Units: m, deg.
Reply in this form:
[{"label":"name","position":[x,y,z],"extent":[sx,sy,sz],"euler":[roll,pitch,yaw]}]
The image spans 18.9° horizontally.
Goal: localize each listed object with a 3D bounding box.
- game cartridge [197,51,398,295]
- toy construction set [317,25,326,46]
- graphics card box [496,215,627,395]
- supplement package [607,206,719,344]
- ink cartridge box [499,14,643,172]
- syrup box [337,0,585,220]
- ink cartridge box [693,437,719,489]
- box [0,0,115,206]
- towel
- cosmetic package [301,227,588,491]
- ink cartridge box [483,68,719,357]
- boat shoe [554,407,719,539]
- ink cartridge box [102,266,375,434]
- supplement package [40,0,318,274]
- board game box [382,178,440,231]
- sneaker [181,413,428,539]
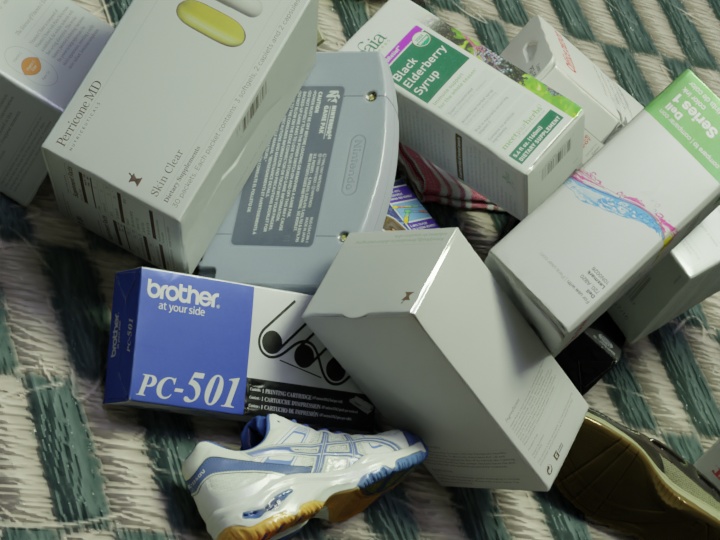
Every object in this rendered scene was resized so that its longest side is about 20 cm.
[{"label":"game cartridge","position":[-0.041,-0.071,1.610],"extent":[0.133,0.042,0.200],"euler":[4,66,17]},{"label":"toy construction set","position":[-0.088,-0.157,1.758],"extent":[0.131,0.092,0.200],"euler":[27,22,29]},{"label":"graphics card box","position":[0.168,0.009,1.781],"extent":[0.125,0.051,0.200],"euler":[41,26,-5]},{"label":"supplement package","position":[0.274,-0.050,1.741],"extent":[0.200,0.117,0.117],"euler":[-27,73,-31]},{"label":"ink cartridge box","position":[0.206,-0.116,1.893],"extent":[0.200,0.083,0.147],"euler":[39,17,-16]},{"label":"syrup box","position":[0.081,-0.134,1.767],"extent":[0.200,0.081,0.079],"euler":[35,69,21]},{"label":"ink cartridge box","position":[0.384,0.140,1.723],"extent":[0.148,0.200,0.086],"euler":[47,38,13]},{"label":"box","position":[-0.289,-0.161,1.581],"extent":[0.200,0.097,0.124],"euler":[33,37,-7]},{"label":"towel","position":[0.106,-0.113,1.911],"extent":[0.200,0.030,0.146],"euler":[4,49,-37]},{"label":"cosmetic package","position":[0.063,0.066,1.535],"extent":[0.200,0.108,0.085],"euler":[54,52,-34]},{"label":"ink cartridge box","position":[0.184,-0.035,1.566],"extent":[0.200,0.145,0.084],"euler":[-42,82,-9]},{"label":"boat shoe","position":[0.214,0.163,1.674],"extent":[0.200,0.073,0.065],"euler":[40,24,-18]},{"label":"ink cartridge box","position":[-0.080,0.059,1.525],"extent":[0.200,0.044,0.094],"euler":[11,79,-32]},{"label":"supplement package","position":[-0.124,-0.120,1.537],"extent":[0.111,0.156,0.200],"euler":[27,75,5]},{"label":"board game box","position":[0.000,0.000,1.695],"extent":[0.200,0.034,0.135],"euler":[-14,60,-47]},{"label":"sneaker","position":[-0.035,0.130,1.492],"extent":[0.200,0.075,0.088],"euler":[-14,63,-48]}]
